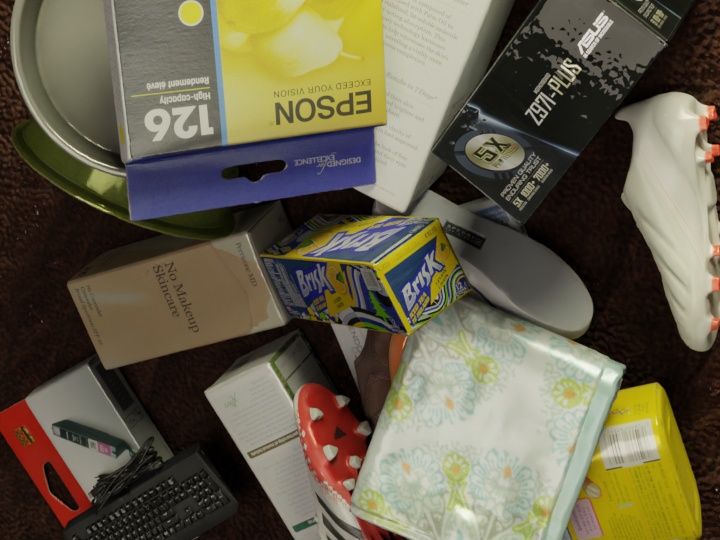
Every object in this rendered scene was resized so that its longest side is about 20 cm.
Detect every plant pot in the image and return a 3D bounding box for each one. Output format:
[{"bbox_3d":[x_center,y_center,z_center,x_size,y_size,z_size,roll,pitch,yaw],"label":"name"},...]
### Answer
[{"bbox_3d":[-0.156,-0.156,1.198,0.199,0.200,0.191,29,107,9],"label":"plant pot"}]

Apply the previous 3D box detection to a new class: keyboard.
[{"bbox_3d":[-0.214,0.232,1.397,0.199,0.040,0.105,-33,97,28],"label":"keyboard"}]

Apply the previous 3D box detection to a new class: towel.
[{"bbox_3d":[0.096,0.134,1.153,0.170,0.048,0.202,22,100,12],"label":"towel"}]

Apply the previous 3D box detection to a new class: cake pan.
[{"bbox_3d":[-0.159,-0.170,1.100,0.198,0.037,0.203,0,96,-2],"label":"cake pan"}]

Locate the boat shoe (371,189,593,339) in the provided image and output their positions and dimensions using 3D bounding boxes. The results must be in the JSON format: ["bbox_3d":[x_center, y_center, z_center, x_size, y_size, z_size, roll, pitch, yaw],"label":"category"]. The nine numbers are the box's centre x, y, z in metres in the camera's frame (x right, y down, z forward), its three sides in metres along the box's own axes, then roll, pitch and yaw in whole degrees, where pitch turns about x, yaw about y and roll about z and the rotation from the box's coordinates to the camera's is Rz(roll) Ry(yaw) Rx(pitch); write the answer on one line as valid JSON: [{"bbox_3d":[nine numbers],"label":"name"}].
[{"bbox_3d":[0.093,0.005,1.196,0.199,0.071,0.070,28,143,7],"label":"boat shoe"}]

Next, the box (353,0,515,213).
[{"bbox_3d":[0.020,-0.177,1.148,0.151,0.106,0.201,28,119,10],"label":"box"}]

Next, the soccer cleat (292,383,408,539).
[{"bbox_3d":[-0.015,0.194,1.248,0.085,0.068,0.201,-30,88,41],"label":"soccer cleat"}]

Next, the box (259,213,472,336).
[{"bbox_3d":[0.000,0.000,1.162,0.199,0.070,0.065,7,128,61],"label":"box"}]

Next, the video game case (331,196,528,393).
[{"bbox_3d":[0.070,0.044,1.264,0.198,0.022,0.184,-17,103,27],"label":"video game case"}]

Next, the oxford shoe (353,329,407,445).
[{"bbox_3d":[0.032,0.107,1.268,0.073,0.071,0.202,37,132,41],"label":"oxford shoe"}]

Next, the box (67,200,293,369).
[{"bbox_3d":[-0.149,0.014,1.307,0.198,0.078,0.096,-16,106,28],"label":"box"}]

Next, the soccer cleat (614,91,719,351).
[{"bbox_3d":[0.243,-0.037,1.141,0.077,0.069,0.202,-2,102,28],"label":"soccer cleat"}]

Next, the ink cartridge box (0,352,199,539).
[{"bbox_3d":[-0.265,0.200,1.452,0.173,0.044,0.201,-28,98,27],"label":"ink cartridge box"}]

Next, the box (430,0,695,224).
[{"bbox_3d":[0.152,-0.149,1.052,0.086,0.200,0.164,38,120,2],"label":"box"}]

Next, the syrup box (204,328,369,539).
[{"bbox_3d":[-0.046,0.164,1.327,0.081,0.079,0.201,-26,99,27],"label":"syrup box"}]

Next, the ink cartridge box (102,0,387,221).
[{"bbox_3d":[-0.079,-0.139,1.057,0.195,0.047,0.202,-10,110,-15],"label":"ink cartridge box"}]

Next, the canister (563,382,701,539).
[{"bbox_3d":[0.170,0.178,1.224,0.198,0.087,0.150,-14,118,19],"label":"canister"}]
